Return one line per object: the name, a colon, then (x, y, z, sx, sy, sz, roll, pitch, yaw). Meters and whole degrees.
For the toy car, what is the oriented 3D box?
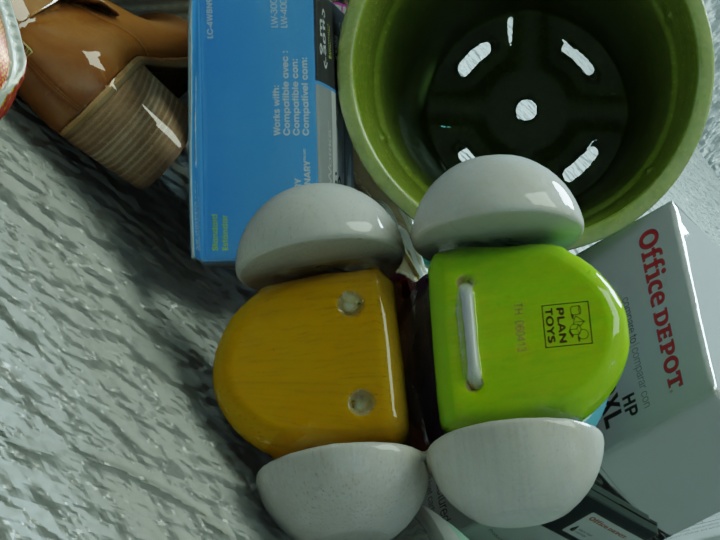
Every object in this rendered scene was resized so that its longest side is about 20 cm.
toy car: (0.036, 0.049, 1.333, 0.150, 0.200, 0.175, 54, 29, -67)

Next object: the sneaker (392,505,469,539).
sneaker: (0.082, 0.202, 1.323, 0.118, 0.074, 0.201, 32, 21, -41)

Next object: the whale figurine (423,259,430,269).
whale figurine: (0.033, -0.051, 1.750, 0.200, 0.104, 0.159, 48, 14, -14)

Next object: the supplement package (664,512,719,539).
supplement package: (0.184, 0.138, 1.566, 0.200, 0.150, 0.152, -110, -171, -51)

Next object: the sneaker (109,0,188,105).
sneaker: (-0.120, -0.164, 1.590, 0.200, 0.075, 0.105, 47, 19, -5)

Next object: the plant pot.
plant pot: (0.092, -0.102, 1.538, 0.200, 0.200, 0.190, 53, 1, 5)

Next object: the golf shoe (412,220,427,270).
golf shoe: (0.006, -0.030, 1.641, 0.200, 0.091, 0.075, 53, 12, -3)

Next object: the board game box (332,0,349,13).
board game box: (-0.006, -0.225, 1.659, 0.159, 0.200, 0.097, 17, 9, 13)

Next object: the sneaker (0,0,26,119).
sneaker: (-0.208, -0.144, 1.269, 0.077, 0.073, 0.200, 28, 23, -39)

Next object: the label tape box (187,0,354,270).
label tape box: (-0.045, -0.073, 1.436, 0.200, 0.066, 0.144, 18, 71, -84)

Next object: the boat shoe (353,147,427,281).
boat shoe: (0.000, 0.000, 1.563, 0.200, 0.074, 0.069, 57, 14, -7)

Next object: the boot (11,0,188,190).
boot: (-0.153, -0.134, 1.430, 0.155, 0.074, 0.200, 42, 11, -16)

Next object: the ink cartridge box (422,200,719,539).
ink cartridge box: (0.115, 0.077, 1.446, 0.084, 0.200, 0.145, 42, 28, -37)
